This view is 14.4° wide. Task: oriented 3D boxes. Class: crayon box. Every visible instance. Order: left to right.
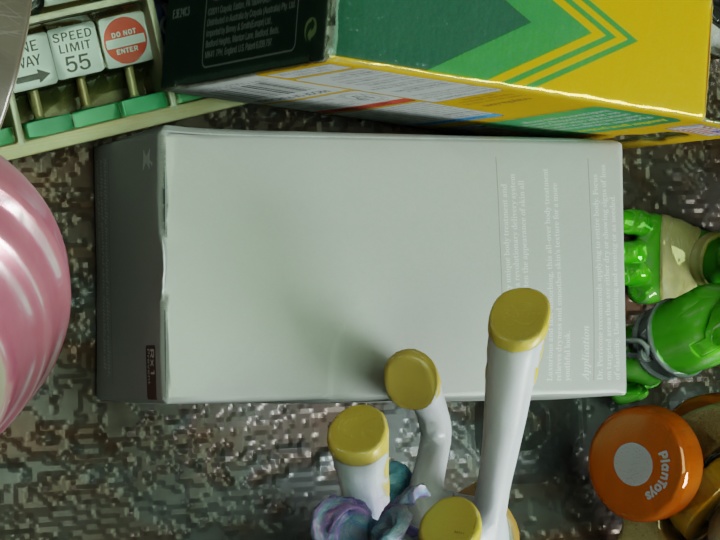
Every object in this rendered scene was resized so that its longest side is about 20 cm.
[{"bbox_3d":[0.042,-0.084,1.084,0.200,0.126,0.052,7,84,-31],"label":"crayon box"}]

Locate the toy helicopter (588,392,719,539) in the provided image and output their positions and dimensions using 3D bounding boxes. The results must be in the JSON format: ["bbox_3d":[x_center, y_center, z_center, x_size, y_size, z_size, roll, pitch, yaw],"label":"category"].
[{"bbox_3d":[0.152,0.152,1.160,0.079,0.132,0.200,-4,109,-56],"label":"toy helicopter"}]

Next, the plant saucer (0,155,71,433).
[{"bbox_3d":[-0.196,0.025,0.965,0.200,0.201,0.051,8,46,-24],"label":"plant saucer"}]

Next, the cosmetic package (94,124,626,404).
[{"bbox_3d":[0.000,0.000,1.111,0.200,0.090,0.107,2,87,-22],"label":"cosmetic package"}]

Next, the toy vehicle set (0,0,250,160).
[{"bbox_3d":[-0.117,-0.110,1.093,0.200,0.027,0.124,-15,94,-24],"label":"toy vehicle set"}]

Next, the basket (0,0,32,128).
[{"bbox_3d":[-0.222,-0.093,0.959,0.200,0.180,0.136,16,70,-22],"label":"basket"}]

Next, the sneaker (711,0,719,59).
[{"bbox_3d":[0.091,-0.132,1.146,0.200,0.079,0.074,27,66,-34],"label":"sneaker"}]

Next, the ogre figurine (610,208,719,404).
[{"bbox_3d":[0.187,-0.027,1.177,0.200,0.120,0.098,-27,99,-24],"label":"ogre figurine"}]

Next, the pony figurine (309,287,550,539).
[{"bbox_3d":[0.029,0.133,1.042,0.166,0.200,0.193,8,47,14],"label":"pony figurine"}]
